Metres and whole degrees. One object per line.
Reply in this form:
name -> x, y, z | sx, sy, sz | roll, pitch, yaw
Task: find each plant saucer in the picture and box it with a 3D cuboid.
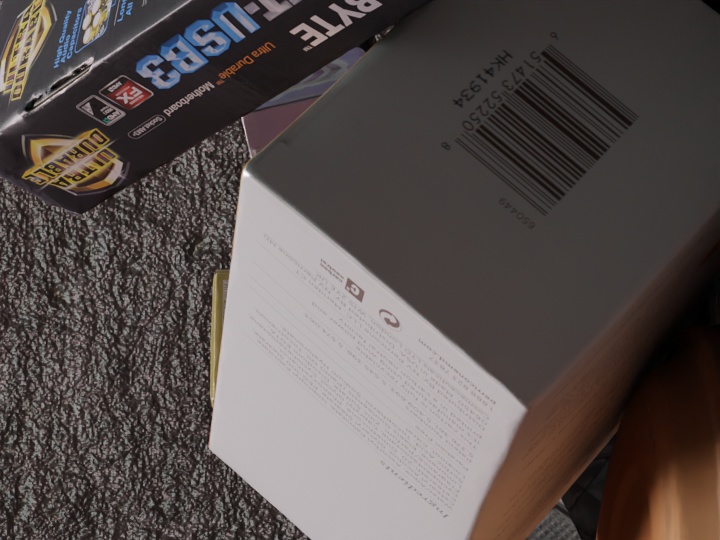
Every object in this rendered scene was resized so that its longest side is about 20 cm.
plant saucer -> 0.088, 0.115, 0.739 | 0.200, 0.032, 0.202 | -176, 90, -88

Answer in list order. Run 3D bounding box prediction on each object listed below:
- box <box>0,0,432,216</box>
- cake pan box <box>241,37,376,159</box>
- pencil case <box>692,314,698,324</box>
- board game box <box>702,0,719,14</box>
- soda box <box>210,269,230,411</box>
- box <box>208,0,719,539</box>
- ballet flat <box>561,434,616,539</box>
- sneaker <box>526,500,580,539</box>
box -> -0.025, -0.138, 0.729 | 0.198, 0.050, 0.201 | -28, 43, 47
cake pan box -> 0.000, 0.000, 0.953 | 0.184, 0.052, 0.201 | -98, -6, -74
pencil case -> 0.086, -0.025, 0.986 | 0.089, 0.088, 0.201 | 88, -176, -58
board game box -> 0.094, -0.175, 0.758 | 0.165, 0.056, 0.202 | 93, 178, -76
soda box -> 0.031, 0.039, 1.188 | 0.068, 0.198, 0.065 | 88, -177, -71
box -> 0.035, 0.005, 0.743 | 0.124, 0.097, 0.200 | -45, -13, -22
ballet flat -> 0.096, 0.120, 0.970 | 0.201, 0.056, 0.067 | 87, -177, -47
sneaker -> 0.102, 0.146, 1.089 | 0.080, 0.070, 0.202 | -44, -44, -56
